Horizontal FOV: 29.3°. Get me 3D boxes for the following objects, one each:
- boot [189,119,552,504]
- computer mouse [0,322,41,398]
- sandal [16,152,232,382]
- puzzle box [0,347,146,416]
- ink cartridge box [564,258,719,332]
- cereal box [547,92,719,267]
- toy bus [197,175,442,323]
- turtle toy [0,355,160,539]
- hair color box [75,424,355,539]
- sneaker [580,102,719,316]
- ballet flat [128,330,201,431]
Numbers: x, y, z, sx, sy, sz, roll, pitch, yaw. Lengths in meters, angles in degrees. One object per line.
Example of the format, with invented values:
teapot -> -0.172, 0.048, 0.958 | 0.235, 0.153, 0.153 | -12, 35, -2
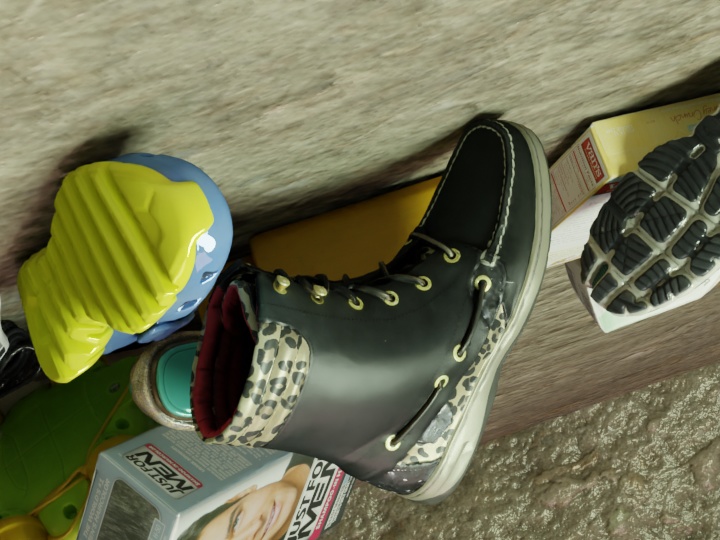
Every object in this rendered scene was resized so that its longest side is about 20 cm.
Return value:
boot -> 0.009, 0.008, 0.685 | 0.152, 0.206, 0.073 | 16, -179, -37
computer mouse -> -0.214, 0.042, 0.704 | 0.110, 0.044, 0.200 | -50, 172, -23
sandal -> -0.099, -0.007, 0.645 | 0.086, 0.081, 0.200 | -18, 176, -29
puzzle box -> -0.184, 0.125, 0.912 | 0.197, 0.135, 0.025 | -9, -159, -11
ink cartridge box -> 0.256, -0.020, 1.032 | 0.197, 0.051, 0.161 | -18, -173, 5
cereal box -> 0.175, -0.055, 0.891 | 0.142, 0.040, 0.200 | -15, 166, -20
toy bus -> 0.000, 0.000, 0.814 | 0.197, 0.066, 0.078 | -18, 167, -4
turtle toy -> -0.154, 0.114, 0.839 | 0.199, 0.146, 0.101 | -35, 133, -1
hair color box -> -0.073, 0.126, 0.786 | 0.199, 0.060, 0.100 | -21, 137, -54
sneaker -> 0.211, -0.045, 0.773 | 0.200, 0.078, 0.079 | -43, 149, 14
ballet flat -> -0.035, 0.056, 0.760 | 0.197, 0.069, 0.067 | 4, 168, -28
